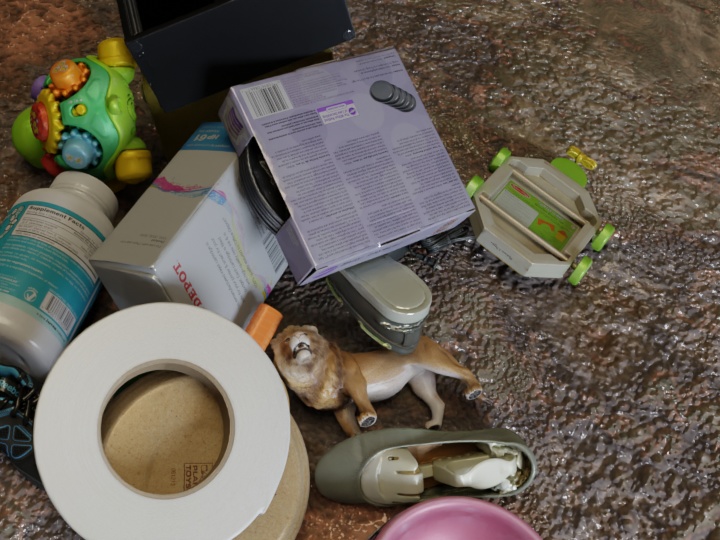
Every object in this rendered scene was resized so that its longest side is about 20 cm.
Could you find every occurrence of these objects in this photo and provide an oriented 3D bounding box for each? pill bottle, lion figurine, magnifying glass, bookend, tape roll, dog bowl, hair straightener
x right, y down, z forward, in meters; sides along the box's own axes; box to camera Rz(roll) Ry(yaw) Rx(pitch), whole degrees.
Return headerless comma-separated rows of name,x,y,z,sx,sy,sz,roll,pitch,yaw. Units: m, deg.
pill bottle,-0.300,0.001,0.886,0.109,0.111,0.201,14,52,4
lion figurine,0.019,0.097,0.887,0.198,0.073,0.123,-3,44,-27
magnifying glass,-0.127,0.120,0.836,0.079,0.022,0.201,33,70,-12
bookend,-0.131,-0.282,0.902,0.198,0.092,0.200,-20,55,1
tape roll,-0.154,0.127,0.741,0.200,0.037,0.205,5,74,-16
dog bowl,0.079,0.273,0.751,0.197,0.074,0.202,3,54,-4
hair straightener,0.065,-0.027,1.001,0.199,0.041,0.077,-25,64,-28

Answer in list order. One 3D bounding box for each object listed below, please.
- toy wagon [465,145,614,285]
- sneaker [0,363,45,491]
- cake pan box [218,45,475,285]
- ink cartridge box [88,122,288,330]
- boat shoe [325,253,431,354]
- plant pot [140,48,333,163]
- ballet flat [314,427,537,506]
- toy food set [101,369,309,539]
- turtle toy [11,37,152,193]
toy wagon,0.203,-0.071,1.030,0.155,0.040,0.200,38,48,9
sneaker,-0.285,0.133,0.807,0.198,0.082,0.074,20,52,7
cake pan box,-0.013,-0.101,0.869,0.199,0.052,0.186,-22,78,-31
ink cartridge box,-0.145,-0.023,0.889,0.084,0.145,0.201,7,48,28
boat shoe,-0.003,0.001,0.904,0.071,0.061,0.202,-17,44,-25
plant pot,-0.134,-0.210,1.023,0.198,0.196,0.196,-13,55,-3
ballet flat,0.060,0.173,0.820,0.197,0.068,0.064,-4,9,-12
toy food set,-0.139,0.172,0.780,0.196,0.049,0.202,-13,80,-21
turtle toy,-0.295,-0.151,0.971,0.100,0.199,0.148,-9,91,-35
